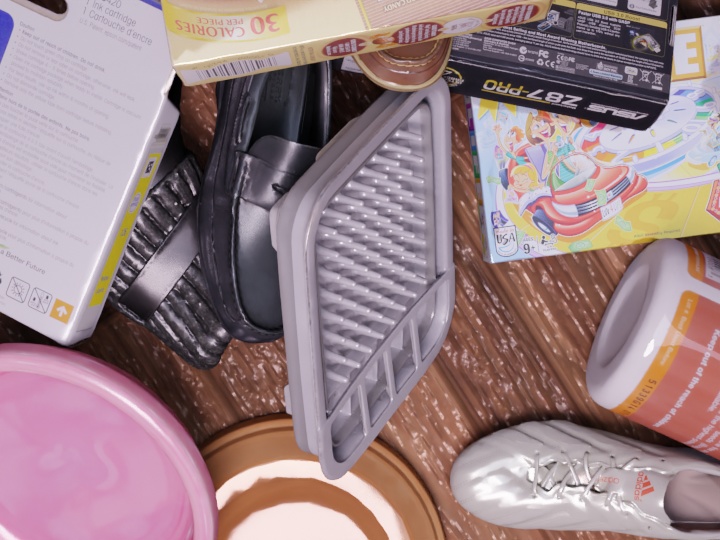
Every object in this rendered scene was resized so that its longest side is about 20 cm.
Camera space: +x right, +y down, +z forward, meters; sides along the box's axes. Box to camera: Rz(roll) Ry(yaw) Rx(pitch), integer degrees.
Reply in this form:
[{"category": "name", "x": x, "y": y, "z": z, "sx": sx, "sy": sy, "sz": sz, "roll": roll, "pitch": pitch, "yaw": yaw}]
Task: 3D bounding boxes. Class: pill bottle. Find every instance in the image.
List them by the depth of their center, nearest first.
[{"category": "pill bottle", "x": 0.249, "y": 0.069, "z": 0.988, "sx": 0.199, "sy": 0.112, "sz": 0.113, "roll": 25, "pitch": 91, "yaw": -5}]

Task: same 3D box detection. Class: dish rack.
[{"category": "dish rack", "x": 0.000, "y": 0.000, "z": 0.926, "sx": 0.043, "sy": 0.172, "sz": 0.201, "roll": 17, "pitch": 131, "yaw": 24}]

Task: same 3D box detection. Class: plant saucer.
[{"category": "plant saucer", "x": -0.176, "y": 0.123, "z": 0.956, "sx": 0.199, "sy": 0.051, "sz": 0.201, "roll": 7, "pitch": 121, "yaw": 12}, {"category": "plant saucer", "x": -0.042, "y": 0.191, "z": 1.012, "sx": 0.199, "sy": 0.037, "sz": 0.201, "roll": 0, "pitch": 93, "yaw": -5}]

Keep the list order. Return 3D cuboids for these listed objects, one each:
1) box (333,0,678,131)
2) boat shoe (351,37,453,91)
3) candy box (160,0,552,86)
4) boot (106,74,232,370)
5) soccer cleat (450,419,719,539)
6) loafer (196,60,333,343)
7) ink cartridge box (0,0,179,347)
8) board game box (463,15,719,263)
[{"category": "box", "x": 0.090, "y": -0.181, "z": 0.965, "sx": 0.199, "sy": 0.049, "sz": 0.162, "roll": 10, "pitch": 72, "yaw": -5}, {"category": "boat shoe", "x": 0.021, "y": -0.199, "z": 0.901, "sx": 0.072, "sy": 0.068, "sz": 0.201, "roll": 2, "pitch": 70, "yaw": -5}, {"category": "candy box", "x": -0.008, "y": -0.173, "z": 0.840, "sx": 0.199, "sy": 0.055, "sz": 0.116, "roll": -10, "pitch": 86, "yaw": 0}, {"category": "boot", "x": -0.102, "y": -0.062, "z": 0.968, "sx": 0.157, "sy": 0.079, "sz": 0.212, "roll": 29, "pitch": 102, "yaw": 1}, {"category": "soccer cleat", "x": 0.157, "y": 0.133, "z": 1.002, "sx": 0.199, "sy": 0.078, "sz": 0.070, "roll": 4, "pitch": 93, "yaw": -4}, {"category": "loafer", "x": -0.050, "y": -0.060, "z": 0.915, "sx": 0.068, "sy": 0.070, "sz": 0.202, "roll": 8, "pitch": 83, "yaw": -36}, {"category": "ink cartridge box", "x": -0.208, "y": -0.089, "z": 0.919, "sx": 0.197, "sy": 0.047, "sz": 0.201, "roll": 26, "pitch": 99, "yaw": 9}, {"category": "board game box", "x": 0.168, "y": -0.084, "z": 1.011, "sx": 0.199, "sy": 0.034, "sz": 0.135, "roll": -8, "pitch": 94, "yaw": -4}]
